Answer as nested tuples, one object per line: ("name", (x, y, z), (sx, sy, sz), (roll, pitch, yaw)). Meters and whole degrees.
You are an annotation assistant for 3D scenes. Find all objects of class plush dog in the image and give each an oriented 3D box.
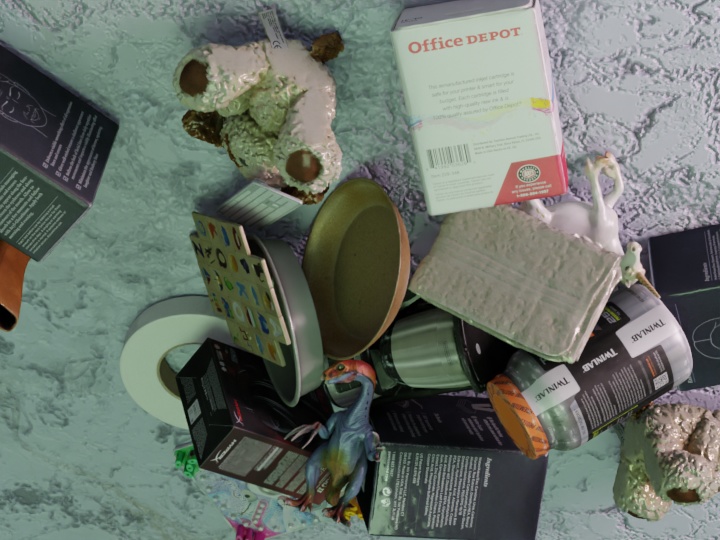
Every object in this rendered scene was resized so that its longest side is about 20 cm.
("plush dog", (0.409, 0.212, 1.822), (0.171, 0.161, 0.200), (3, 161, -13))
("plush dog", (-0.091, -0.157, 1.581), (0.200, 0.161, 0.172), (37, 144, 4))

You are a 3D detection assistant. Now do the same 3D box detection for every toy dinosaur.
("toy dinosaur", (-0.027, 0.184, 1.686), (0.105, 0.200, 0.182), (21, 91, 1))

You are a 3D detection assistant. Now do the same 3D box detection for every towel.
("towel", (0.163, 0.005, 1.588), (0.200, 0.133, 0.034), (27, 173, 19))

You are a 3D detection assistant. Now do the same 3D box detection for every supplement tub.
("supplement tub", (0.243, 0.111, 1.622), (0.200, 0.123, 0.123), (-30, 127, -11))

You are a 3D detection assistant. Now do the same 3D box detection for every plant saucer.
("plant saucer", (0.000, 0.000, 1.655), (0.035, 0.201, 0.200), (9, 134, -33))

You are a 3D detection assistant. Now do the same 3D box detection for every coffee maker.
("coffee maker", (0.077, 0.092, 1.734), (0.199, 0.135, 0.192), (-11, 162, 33))

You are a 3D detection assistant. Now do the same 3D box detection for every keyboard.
("keyboard", (-0.112, -0.069, 1.639), (0.056, 0.011, 0.200), (29, 167, -12))

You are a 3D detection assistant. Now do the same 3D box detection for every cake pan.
("cake pan", (-0.087, 0.052, 1.709), (0.037, 0.200, 0.201), (-14, 132, -16))

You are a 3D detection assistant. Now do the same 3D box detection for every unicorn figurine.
("unicorn figurine", (0.235, -0.057, 1.625), (0.199, 0.074, 0.138), (8, 105, 22))

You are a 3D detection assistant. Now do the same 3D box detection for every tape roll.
("tape roll", (-0.194, 0.117, 1.860), (0.202, 0.037, 0.203), (2, 129, 3))

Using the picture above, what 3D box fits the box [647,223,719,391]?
("box", (0.432, 0.032, 1.677), (0.199, 0.107, 0.149), (-11, 128, 14))

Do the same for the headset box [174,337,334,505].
("headset box", (-0.105, 0.181, 1.778), (0.200, 0.149, 0.077), (23, 120, -34))

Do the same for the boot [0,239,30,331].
("boot", (-0.428, -0.051, 1.641), (0.068, 0.200, 0.188), (-25, 123, 25))

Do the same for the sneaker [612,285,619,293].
("sneaker", (0.240, 0.052, 1.715), (0.115, 0.076, 0.201), (-25, 117, -9))

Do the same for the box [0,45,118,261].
("box", (-0.376, -0.134, 1.591), (0.200, 0.149, 0.107), (35, 124, -21))

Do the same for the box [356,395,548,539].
("box", (0.097, 0.228, 1.784), (0.199, 0.197, 0.118), (4, 103, -8))

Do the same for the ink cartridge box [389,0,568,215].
("ink cartridge box", (0.123, -0.170, 1.529), (0.147, 0.086, 0.201), (-7, 111, 12))

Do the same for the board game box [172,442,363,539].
("board game box", (-0.117, 0.282, 1.997), (0.199, 0.026, 0.200), (-19, 125, 20))

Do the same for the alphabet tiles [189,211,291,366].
("alphabet tiles", (-0.136, 0.019, 1.683), (0.006, 0.200, 0.167), (-24, 110, -23))
